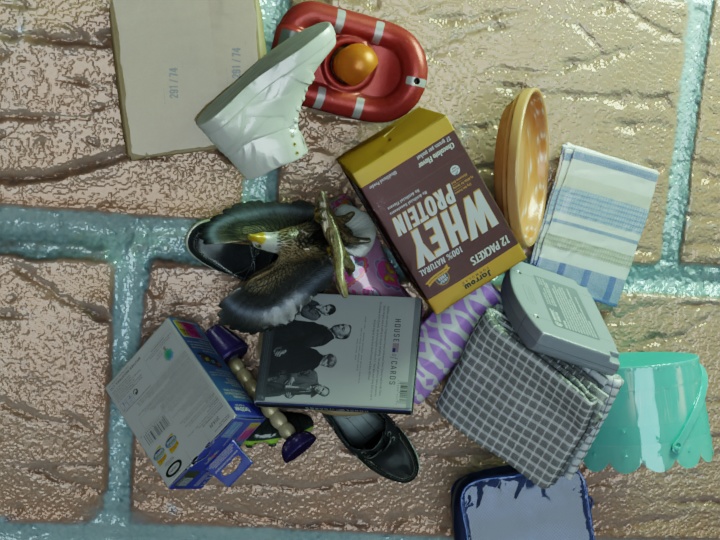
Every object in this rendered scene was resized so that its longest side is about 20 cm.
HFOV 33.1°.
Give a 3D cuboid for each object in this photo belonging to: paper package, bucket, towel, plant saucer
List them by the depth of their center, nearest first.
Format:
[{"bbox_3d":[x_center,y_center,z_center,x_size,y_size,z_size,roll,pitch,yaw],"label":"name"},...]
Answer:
[{"bbox_3d":[-0.209,-0.247,1.504,0.189,0.103,0.202,-8,100,-8],"label":"paper package"},{"bbox_3d":[0.209,0.162,1.541,0.199,0.085,0.166,35,117,21],"label":"towel"},{"bbox_3d":[0.204,-0.131,1.542,0.037,0.200,0.202,4,100,19],"label":"plant saucer"},{"bbox_3d":[0.365,0.183,1.607,0.205,0.207,0.136,-4,92,-7],"label":"bucket"},{"bbox_3d":[0.312,-0.061,1.646,0.146,0.024,0.202,13,100,-12],"label":"towel"}]

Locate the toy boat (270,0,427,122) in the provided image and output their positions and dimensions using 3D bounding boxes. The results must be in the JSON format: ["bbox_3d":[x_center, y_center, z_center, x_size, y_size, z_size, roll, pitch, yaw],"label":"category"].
[{"bbox_3d":[-0.010,-0.256,1.510,0.198,0.131,0.132,12,99,-15],"label":"toy boat"}]

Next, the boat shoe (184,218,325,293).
[{"bbox_3d":[-0.132,-0.014,1.576,0.199,0.062,0.075,23,98,-9],"label":"boat shoe"}]

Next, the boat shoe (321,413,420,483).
[{"bbox_3d":[0.010,0.218,1.630,0.074,0.066,0.200,-37,102,2],"label":"boat shoe"}]

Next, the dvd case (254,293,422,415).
[{"bbox_3d":[-0.026,0.102,1.517,0.198,0.025,0.151,2,66,10],"label":"dvd case"}]

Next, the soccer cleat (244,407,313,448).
[{"bbox_3d":[-0.161,0.192,1.607,0.198,0.068,0.082,-2,91,-6],"label":"soccer cleat"}]

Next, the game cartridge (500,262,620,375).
[{"bbox_3d":[0.247,0.056,1.548,0.133,0.200,0.041,22,113,-14],"label":"game cartridge"}]

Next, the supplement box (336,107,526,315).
[{"bbox_3d":[0.084,-0.081,1.522,0.132,0.197,0.201,-32,103,0],"label":"supplement box"}]

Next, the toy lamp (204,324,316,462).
[{"bbox_3d":[-0.137,0.155,1.573,0.058,0.058,0.200,-38,76,1],"label":"toy lamp"}]

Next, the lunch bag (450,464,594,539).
[{"bbox_3d":[0.223,0.332,1.648,0.198,0.132,0.137,-6,86,-5],"label":"lunch bag"}]

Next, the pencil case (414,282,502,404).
[{"bbox_3d":[0.108,0.086,1.615,0.085,0.084,0.200,44,90,0],"label":"pencil case"}]

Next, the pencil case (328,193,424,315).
[{"bbox_3d":[0.000,0.000,1.586,0.087,0.087,0.201,-34,103,-1],"label":"pencil case"}]

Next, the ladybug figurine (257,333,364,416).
[{"bbox_3d":[-0.042,0.120,1.565,0.199,0.072,0.136,25,71,18],"label":"ladybug figurine"}]

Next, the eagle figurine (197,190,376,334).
[{"bbox_3d":[-0.094,-0.025,1.489,0.151,0.199,0.152,42,48,-24],"label":"eagle figurine"}]

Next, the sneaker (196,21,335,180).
[{"bbox_3d":[-0.088,-0.198,1.455,0.200,0.074,0.116,-41,115,-5],"label":"sneaker"}]

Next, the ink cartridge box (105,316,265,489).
[{"bbox_3d":[-0.214,0.180,1.527,0.137,0.076,0.200,-46,62,15],"label":"ink cartridge box"}]
